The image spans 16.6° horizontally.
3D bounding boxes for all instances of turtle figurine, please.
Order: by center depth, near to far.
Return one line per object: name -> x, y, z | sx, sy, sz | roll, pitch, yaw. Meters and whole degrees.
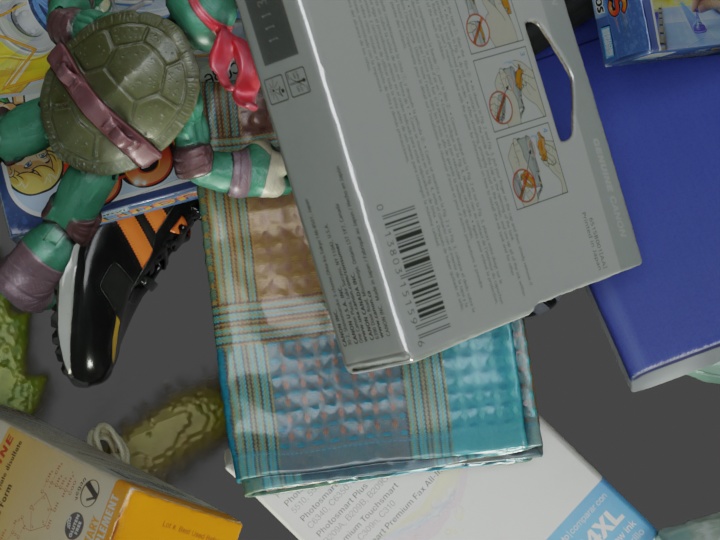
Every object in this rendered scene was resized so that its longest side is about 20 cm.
turtle figurine -> -0.110, -0.079, 1.132 | 0.200, 0.101, 0.150 | -40, 76, 12

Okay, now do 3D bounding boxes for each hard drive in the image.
hard drive -> 0.161, -0.050, 1.252 | 0.132, 0.025, 0.200 | -20, 65, -4

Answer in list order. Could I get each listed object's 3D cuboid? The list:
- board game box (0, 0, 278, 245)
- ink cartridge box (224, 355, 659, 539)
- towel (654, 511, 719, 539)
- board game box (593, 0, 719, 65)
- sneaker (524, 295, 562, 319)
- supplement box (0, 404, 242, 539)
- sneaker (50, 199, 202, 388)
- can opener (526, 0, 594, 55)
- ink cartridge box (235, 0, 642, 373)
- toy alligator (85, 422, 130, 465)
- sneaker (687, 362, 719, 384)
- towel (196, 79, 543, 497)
board game box -> -0.089, -0.102, 1.208 | 0.200, 0.034, 0.135 | -16, 82, 0
ink cartridge box -> 0.027, 0.102, 1.233 | 0.200, 0.129, 0.125 | 45, 86, -3
towel -> 0.236, 0.165, 1.226 | 0.171, 0.200, 0.048 | -17, 53, -1
board game box -> 0.193, -0.179, 1.236 | 0.200, 0.034, 0.135 | -8, 87, -37
sneaker -> 0.020, -0.043, 1.258 | 0.200, 0.088, 0.074 | 42, 87, 5
supplement box -> -0.160, 0.142, 1.185 | 0.074, 0.200, 0.126 | 23, 87, -40
sneaker -> -0.102, -0.035, 1.253 | 0.090, 0.070, 0.200 | 10, 87, -1
can opener -> 0.097, -0.158, 1.273 | 0.200, 0.067, 0.053 | -34, 132, -9
ink cartridge box -> 0.036, -0.072, 1.123 | 0.174, 0.044, 0.200 | -20, 94, -46
toy alligator -> -0.109, 0.177, 1.264 | 0.054, 0.059, 0.200 | -25, 89, 38
sneaker -> 0.205, 0.066, 1.277 | 0.118, 0.074, 0.201 | -7, 90, -1
towel -> 0.000, 0.000, 1.163 | 0.147, 0.022, 0.200 | -8, 83, 0
